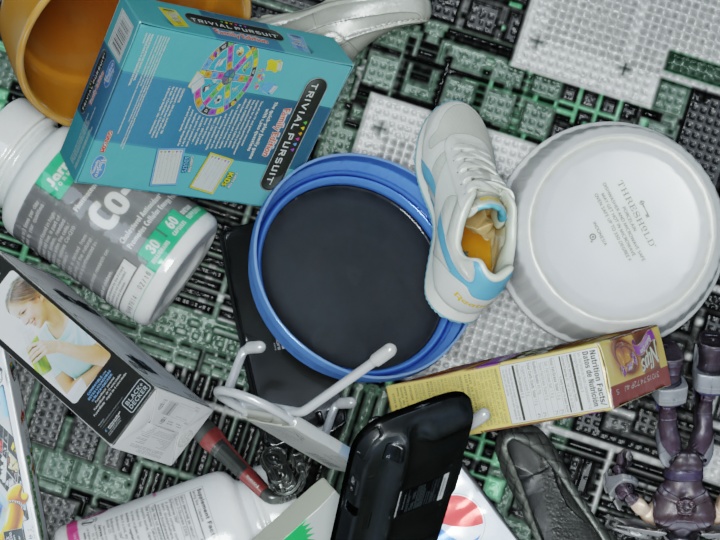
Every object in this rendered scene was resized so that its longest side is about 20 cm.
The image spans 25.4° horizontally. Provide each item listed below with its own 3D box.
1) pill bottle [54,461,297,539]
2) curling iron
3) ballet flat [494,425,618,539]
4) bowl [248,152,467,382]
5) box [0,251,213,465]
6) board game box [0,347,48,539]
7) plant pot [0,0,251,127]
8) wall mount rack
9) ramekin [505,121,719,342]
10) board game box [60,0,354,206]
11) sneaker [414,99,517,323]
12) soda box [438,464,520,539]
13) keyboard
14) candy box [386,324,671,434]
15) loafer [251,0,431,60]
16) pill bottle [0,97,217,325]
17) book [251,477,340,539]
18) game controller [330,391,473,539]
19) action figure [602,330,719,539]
[{"bbox_3d":[-0.145,0.236,1.337,0.199,0.113,0.114,-19,87,-7],"label":"pill bottle"},{"bbox_3d":[-0.117,0.139,1.343,0.050,0.026,0.200,-30,43,-34],"label":"curling iron"},{"bbox_3d":[0.171,0.220,1.357,0.066,0.057,0.200,-34,85,17],"label":"ballet flat"},{"bbox_3d":[0.000,0.000,1.343,0.200,0.039,0.201,8,67,-19],"label":"bowl"},{"bbox_3d":[-0.229,0.072,1.322,0.200,0.117,0.060,38,90,22],"label":"box"},{"bbox_3d":[-0.350,0.170,1.390,0.126,0.035,0.201,-12,87,2],"label":"board game box"},{"bbox_3d":[-0.217,-0.250,1.325,0.200,0.200,0.184,-30,58,0],"label":"plant pot"},{"bbox_3d":[-0.008,0.108,1.237,0.200,0.173,0.075,35,70,-38],"label":"wall mount rack"},{"bbox_3d":[0.214,-0.032,1.352,0.201,0.094,0.203,0,88,2],"label":"ramekin"},{"bbox_3d":[-0.125,-0.133,1.305,0.199,0.047,0.151,6,125,-35],"label":"board game box"},{"bbox_3d":[0.095,-0.060,1.338,0.076,0.081,0.201,9,61,-24],"label":"sneaker"},{"bbox_3d":[0.100,0.238,1.359,0.068,0.064,0.200,-37,88,0],"label":"soda box"},{"bbox_3d":[-0.054,0.051,1.385,0.104,0.040,0.201,-12,77,-2],"label":"keyboard"},{"bbox_3d":[0.136,0.093,1.295,0.199,0.117,0.057,-13,88,33],"label":"candy box"},{"bbox_3d":[-0.033,-0.196,1.383,0.199,0.070,0.070,-13,92,9],"label":"loafer"},{"bbox_3d":[-0.231,-0.052,1.357,0.200,0.113,0.113,34,89,2],"label":"pill bottle"},{"bbox_3d":[-0.023,0.280,1.320,0.134,0.048,0.200,-41,121,-5],"label":"book"},{"bbox_3d":[0.030,0.170,1.224,0.104,0.200,0.042,-25,56,-31],"label":"game controller"},{"bbox_3d":[0.275,0.156,1.354,0.130,0.069,0.201,-1,104,-8],"label":"action figure"}]
